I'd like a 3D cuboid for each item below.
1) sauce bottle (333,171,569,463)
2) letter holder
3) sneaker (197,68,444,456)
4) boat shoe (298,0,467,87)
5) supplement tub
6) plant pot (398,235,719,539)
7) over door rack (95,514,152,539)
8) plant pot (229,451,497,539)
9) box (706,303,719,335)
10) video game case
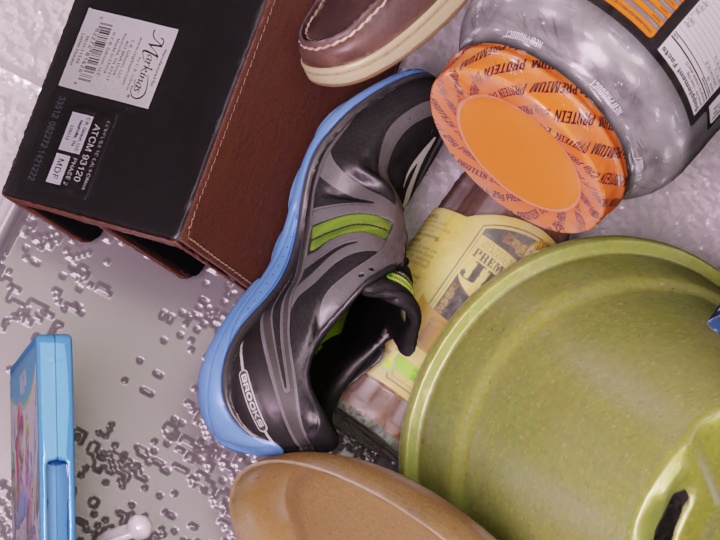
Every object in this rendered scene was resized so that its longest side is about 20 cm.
[{"bbox_3d":[0.055,-0.005,1.201,0.065,0.065,0.200,34,80,-1],"label":"sauce bottle"},{"bbox_3d":[-0.059,-0.095,1.194,0.100,0.142,0.200,15,79,28],"label":"letter holder"},{"bbox_3d":[0.000,0.000,1.155,0.083,0.071,0.200,12,63,28],"label":"sneaker"},{"bbox_3d":[0.028,-0.171,1.142,0.200,0.072,0.072,-51,124,-16],"label":"boat shoe"},{"bbox_3d":[0.128,-0.118,1.150,0.123,0.123,0.200,43,67,1],"label":"supplement tub"},{"bbox_3d":[0.139,0.098,1.105,0.200,0.184,0.201,-3,101,-18],"label":"plant pot"},{"bbox_3d":[-0.032,0.202,1.087,0.067,0.148,0.200,-40,115,20],"label":"over door rack"},{"bbox_3d":[0.028,0.148,1.116,0.200,0.200,0.027,44,63,1],"label":"plant pot"},{"bbox_3d":[0.243,0.001,1.047,0.137,0.038,0.200,46,56,-8],"label":"box"},{"bbox_3d":[-0.139,0.135,1.120,0.018,0.143,0.201,0,82,-12],"label":"video game case"}]
